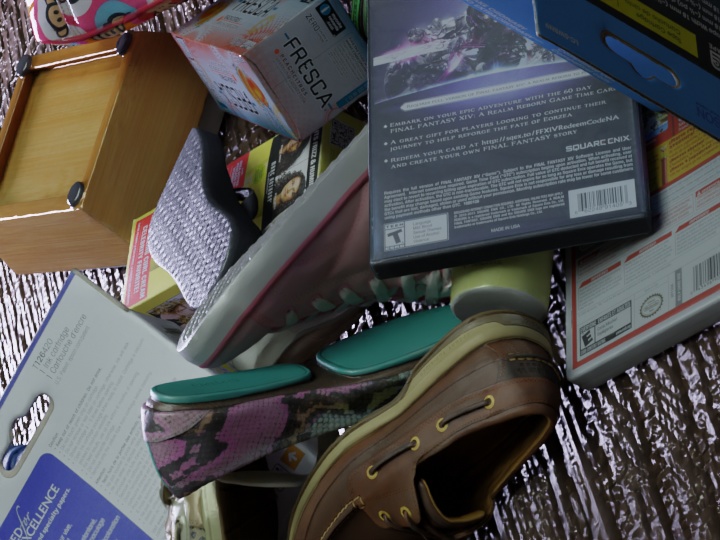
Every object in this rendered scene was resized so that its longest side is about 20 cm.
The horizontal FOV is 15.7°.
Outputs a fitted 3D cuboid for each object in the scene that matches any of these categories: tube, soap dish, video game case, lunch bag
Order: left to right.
[{"bbox_3d":[-0.179,-0.081,1.760,0.200,0.081,0.158,-5,65,56],"label":"soap dish"},{"bbox_3d":[-0.108,-0.212,1.683,0.199,0.176,0.082,-18,94,37],"label":"lunch bag"},{"bbox_3d":[0.073,-0.092,1.346,0.142,0.019,0.201,-10,53,13],"label":"video game case"},{"bbox_3d":[0.078,-0.067,1.366,0.052,0.058,0.201,126,155,-60],"label":"tube"},{"bbox_3d":[0.156,-0.054,1.302,0.143,0.017,0.201,-32,44,42],"label":"video game case"}]

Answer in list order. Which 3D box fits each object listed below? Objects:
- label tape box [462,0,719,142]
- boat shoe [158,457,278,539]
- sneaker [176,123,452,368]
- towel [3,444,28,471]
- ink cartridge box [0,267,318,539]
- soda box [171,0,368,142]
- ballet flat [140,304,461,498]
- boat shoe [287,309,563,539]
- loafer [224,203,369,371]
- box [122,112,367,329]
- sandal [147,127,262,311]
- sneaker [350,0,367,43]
[{"bbox_3d":[0.112,-0.147,1.276,0.063,0.144,0.201,-35,41,39],"label":"label tape box"},{"bbox_3d":[-0.082,0.161,1.395,0.062,0.073,0.201,-9,80,23],"label":"boat shoe"},{"bbox_3d":[0.000,0.000,1.387,0.200,0.105,0.075,-46,7,-15],"label":"sneaker"},{"bbox_3d":[-0.218,0.154,1.625,0.200,0.111,0.049,-17,55,50],"label":"towel"},{"bbox_3d":[-0.131,0.134,1.488,0.200,0.047,0.198,37,103,27],"label":"ink cartridge box"},{"bbox_3d":[-0.051,-0.129,1.559,0.068,0.064,0.200,-36,17,-7],"label":"soda box"},{"bbox_3d":[-0.018,0.073,1.365,0.069,0.199,0.072,-153,51,-65],"label":"ballet flat"},{"bbox_3d":[0.031,0.107,1.325,0.200,0.072,0.068,-49,38,28],"label":"boat shoe"},{"bbox_3d":[-0.036,0.018,1.500,0.200,0.063,0.072,-46,70,24],"label":"loafer"},{"bbox_3d":[-0.067,-0.027,1.584,0.200,0.050,0.076,-27,48,46],"label":"box"},{"bbox_3d":[-0.084,-0.020,1.506,0.076,0.043,0.200,-62,22,18],"label":"sandal"},{"bbox_3d":[0.025,-0.217,1.553,0.085,0.078,0.201,-21,53,49],"label":"sneaker"}]
